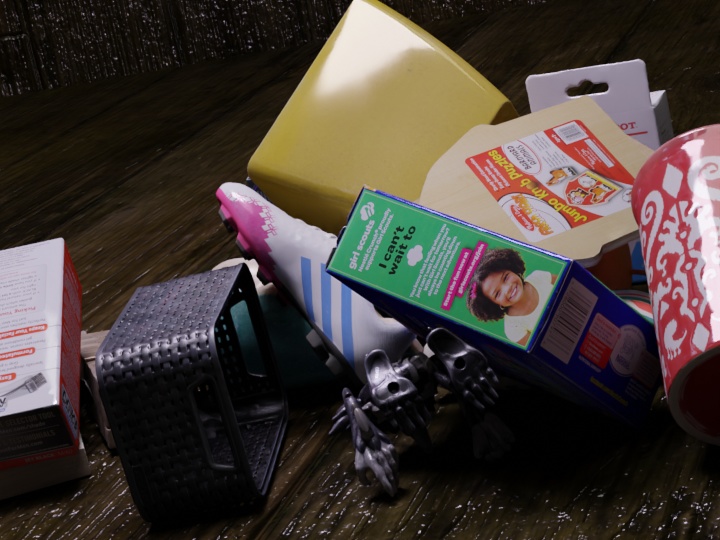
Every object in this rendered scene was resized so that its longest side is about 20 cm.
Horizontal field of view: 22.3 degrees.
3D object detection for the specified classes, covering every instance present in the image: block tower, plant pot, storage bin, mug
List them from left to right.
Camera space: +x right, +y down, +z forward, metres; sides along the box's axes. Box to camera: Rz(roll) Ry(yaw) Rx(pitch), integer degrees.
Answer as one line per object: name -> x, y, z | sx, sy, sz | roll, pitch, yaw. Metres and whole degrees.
block tower -> -0.211, 0.097, 1.592 | 0.058, 0.054, 0.200 | -9, 14, -17
storage bin -> -0.124, 0.089, 1.390 | 0.093, 0.136, 0.200 | -13, 15, 9
plant pot -> 0.051, -0.096, 1.662 | 0.176, 0.200, 0.200 | 26, 77, 33
mug -> 0.279, 0.019, 1.269 | 0.177, 0.134, 0.201 | 18, 42, -12

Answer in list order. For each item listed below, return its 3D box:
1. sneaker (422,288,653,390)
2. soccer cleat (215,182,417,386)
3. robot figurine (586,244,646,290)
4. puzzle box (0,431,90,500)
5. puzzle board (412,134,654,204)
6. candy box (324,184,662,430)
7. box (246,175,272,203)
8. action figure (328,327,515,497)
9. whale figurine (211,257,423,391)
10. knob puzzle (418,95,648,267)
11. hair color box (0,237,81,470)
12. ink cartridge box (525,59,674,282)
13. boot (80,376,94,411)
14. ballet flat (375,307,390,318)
sneaker -> 0.142, 0.059, 1.416 | 0.199, 0.071, 0.093 | -8, 10, 8
soccer cleat -> -0.032, -0.002, 1.441 | 0.086, 0.200, 0.070 | -37, -13, -5
robot figurine -> 0.141, 0.003, 1.538 | 0.199, 0.117, 0.144 | -11, -15, 2
puzzle box -> -0.302, 0.149, 1.544 | 0.132, 0.026, 0.200 | -15, 15, -10
puzzle board -> 0.157, -0.057, 1.503 | 0.200, 0.017, 0.151 | -31, 44, -24
candy box -> 0.100, 0.027, 1.312 | 0.199, 0.077, 0.169 | 20, -10, 40
box -> -0.027, -0.077, 1.952 | 0.106, 0.123, 0.200 | -7, 16, 21
action figure -> 0.041, 0.103, 1.297 | 0.118, 0.102, 0.200 | -23, -10, -7
whale figurine -> -0.048, 0.062, 1.537 | 0.199, 0.104, 0.159 | 15, -15, 20
knob puzzle -> 0.137, -0.055, 1.467 | 0.218, 0.031, 0.220 | -5, 41, 4
hair color box -> -0.289, 0.070, 1.499 | 0.110, 0.064, 0.200 | -11, 41, 3
ink cartridge box -> 0.225, -0.092, 1.647 | 0.115, 0.201, 0.068 | -6, 16, 22
boot -> -0.333, 0.103, 1.558 | 0.199, 0.078, 0.138 | -20, 23, -16
ballet flat -> 0.000, 0.000, 1.595 | 0.067, 0.062, 0.200 | -37, -17, -13
